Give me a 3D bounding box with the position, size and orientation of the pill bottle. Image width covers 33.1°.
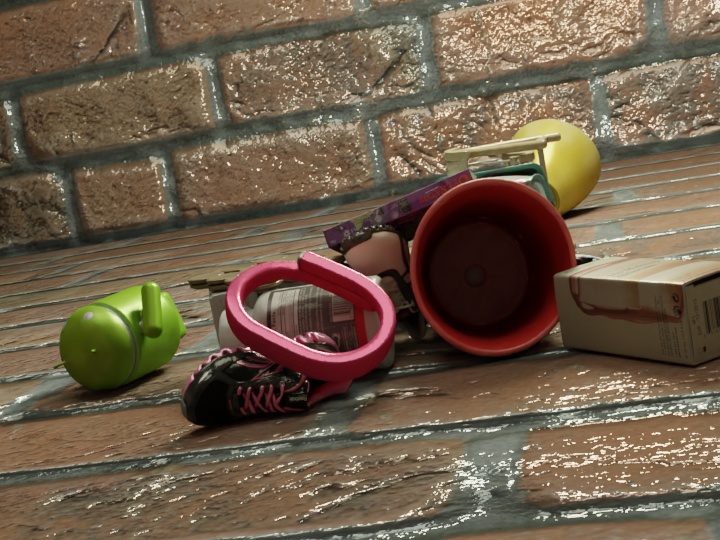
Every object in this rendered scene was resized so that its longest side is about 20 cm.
[{"bbox_3d":[-0.064,0.073,1.444,0.197,0.112,0.111,-8,8,11],"label":"pill bottle"}]

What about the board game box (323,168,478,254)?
[{"bbox_3d":[0.063,-0.066,1.520,0.198,0.033,0.120,-22,-19,15],"label":"board game box"}]

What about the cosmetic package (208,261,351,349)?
[{"bbox_3d":[-0.090,0.060,1.569,0.197,0.115,0.081,-13,9,-7],"label":"cosmetic package"}]

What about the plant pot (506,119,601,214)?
[{"bbox_3d":[0.379,-0.185,2.475,0.198,0.202,0.143,-5,35,31],"label":"plant pot"}]

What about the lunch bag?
[{"bbox_3d":[0.177,-0.075,1.658,0.168,0.124,0.200,-9,8,18],"label":"lunch bag"}]

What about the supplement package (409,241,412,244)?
[{"bbox_3d":[0.097,-0.043,2.007,0.115,0.119,0.200,-9,9,5],"label":"supplement package"}]

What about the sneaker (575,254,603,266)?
[{"bbox_3d":[0.260,0.016,1.593,0.197,0.073,0.072,-2,4,29],"label":"sneaker"}]

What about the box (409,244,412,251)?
[{"bbox_3d":[0.000,0.000,1.697,0.197,0.035,0.110,-9,8,5],"label":"box"}]

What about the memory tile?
[{"bbox_3d":[-0.118,0.003,1.551,0.152,0.017,0.199,-16,9,-33],"label":"memory tile"}]

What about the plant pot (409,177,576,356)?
[{"bbox_3d":[0.149,0.001,1.460,0.197,0.204,0.177,-10,-3,-2],"label":"plant pot"}]

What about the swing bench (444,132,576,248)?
[{"bbox_3d":[0.237,-0.109,1.996,0.197,0.202,0.130,-7,9,22],"label":"swing bench"}]

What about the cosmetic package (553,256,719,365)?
[{"bbox_3d":[0.312,0.039,1.301,0.102,0.089,0.199,-16,10,-31],"label":"cosmetic package"}]

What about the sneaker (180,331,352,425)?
[{"bbox_3d":[-0.096,0.126,1.313,0.198,0.080,0.095,-17,28,-24],"label":"sneaker"}]

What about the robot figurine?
[{"bbox_3d":[-0.320,0.090,1.621,0.174,0.117,0.199,-25,1,31],"label":"robot figurine"}]

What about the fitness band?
[{"bbox_3d":[-0.055,0.047,1.335,0.198,0.038,0.144,23,46,21],"label":"fitness band"}]

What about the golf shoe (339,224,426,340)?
[{"bbox_3d":[0.041,0.012,1.504,0.076,0.089,0.200,-26,-34,13],"label":"golf shoe"}]
